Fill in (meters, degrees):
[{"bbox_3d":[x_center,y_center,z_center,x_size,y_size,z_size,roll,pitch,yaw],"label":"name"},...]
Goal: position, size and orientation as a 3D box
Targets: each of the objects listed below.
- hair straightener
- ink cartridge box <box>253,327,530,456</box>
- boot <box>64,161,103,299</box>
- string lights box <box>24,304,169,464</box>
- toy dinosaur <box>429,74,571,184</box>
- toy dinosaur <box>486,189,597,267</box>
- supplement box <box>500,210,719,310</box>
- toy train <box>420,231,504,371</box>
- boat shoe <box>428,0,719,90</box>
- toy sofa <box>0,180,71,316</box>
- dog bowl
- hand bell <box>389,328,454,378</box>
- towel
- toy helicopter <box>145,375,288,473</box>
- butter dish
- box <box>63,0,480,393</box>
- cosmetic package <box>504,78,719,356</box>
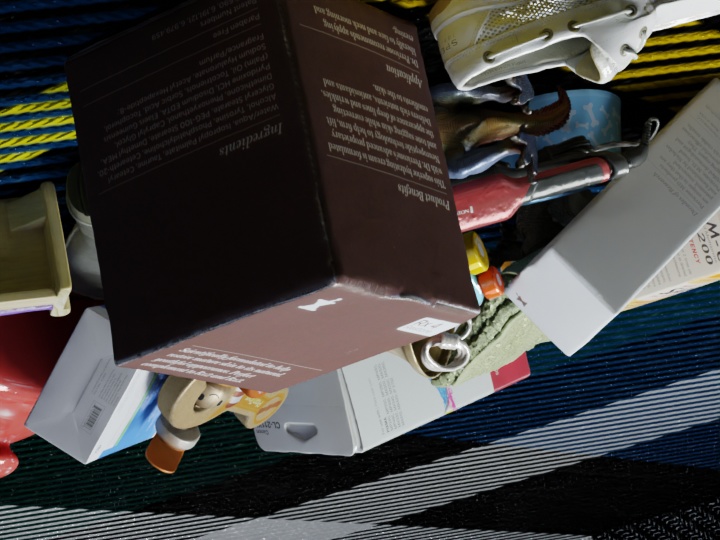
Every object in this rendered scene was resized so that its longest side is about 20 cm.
[{"bbox_3d":[0.110,-0.071,1.611,0.200,0.041,0.077,-20,-157,-2],"label":"hair straightener"},{"bbox_3d":[0.020,0.084,1.992,0.200,0.083,0.146,-21,-168,-38],"label":"ink cartridge box"},{"bbox_3d":[-0.131,-0.028,1.675,0.182,0.073,0.200,2,157,-3],"label":"boot"},{"bbox_3d":[-0.177,0.080,1.784,0.059,0.103,0.200,30,-173,8],"label":"string lights box"},{"bbox_3d":[0.031,-0.073,1.579,0.181,0.105,0.200,-14,168,25],"label":"toy dinosaur"},{"bbox_3d":[0.153,-0.036,1.848,0.102,0.077,0.200,-8,163,15],"label":"toy dinosaur"},{"bbox_3d":[0.235,-0.009,1.964,0.200,0.074,0.126,-20,175,27],"label":"supplement box"},{"bbox_3d":[0.000,0.000,1.679,0.200,0.056,0.150,16,131,-18],"label":"toy train"},{"bbox_3d":[0.146,-0.148,1.453,0.200,0.069,0.071,-11,163,-5],"label":"boat shoe"},{"bbox_3d":[-0.305,0.001,1.627,0.200,0.083,0.098,-7,163,-17],"label":"toy sofa"},{"bbox_3d":[0.097,-0.078,1.703,0.200,0.050,0.111,-14,164,5],"label":"dog bowl"},{"bbox_3d":[-0.037,0.032,1.801,0.200,0.104,0.104,-1,169,22],"label":"hand bell"},{"bbox_3d":[0.141,0.025,1.823,0.148,0.036,0.200,-26,163,-28],"label":"towel"},{"bbox_3d":[-0.103,0.097,1.786,0.132,0.079,0.200,-49,162,1],"label":"toy helicopter"},{"bbox_3d":[-0.299,0.091,1.828,0.200,0.148,0.199,-23,162,33],"label":"butter dish"},{"bbox_3d":[-0.054,-0.050,1.408,0.164,0.200,0.166,-20,161,28],"label":"box"},{"bbox_3d":[0.204,-0.039,1.694,0.200,0.071,0.101,-43,177,-24],"label":"cosmetic package"}]
